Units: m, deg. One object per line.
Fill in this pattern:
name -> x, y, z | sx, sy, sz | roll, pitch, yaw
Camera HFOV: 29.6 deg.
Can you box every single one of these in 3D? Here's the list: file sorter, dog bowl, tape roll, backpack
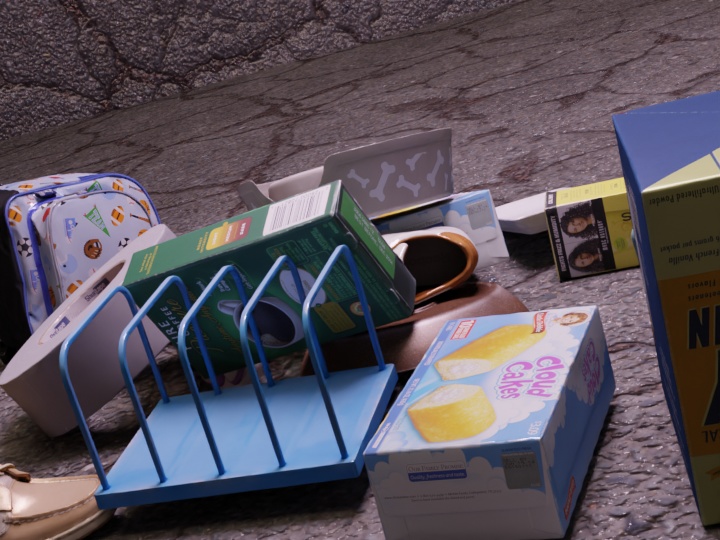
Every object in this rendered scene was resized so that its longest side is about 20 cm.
file sorter -> -0.093, 0.071, 0.970 | 0.197, 0.124, 0.139 | -9, 22, 18
dog bowl -> -0.008, -0.071, 1.195 | 0.197, 0.060, 0.200 | -16, 3, 1
tape roll -> -0.223, 0.051, 1.198 | 0.200, 0.066, 0.201 | -39, 14, 11
backpack -> -0.293, -0.019, 1.431 | 0.152, 0.203, 0.190 | 4, 18, 36

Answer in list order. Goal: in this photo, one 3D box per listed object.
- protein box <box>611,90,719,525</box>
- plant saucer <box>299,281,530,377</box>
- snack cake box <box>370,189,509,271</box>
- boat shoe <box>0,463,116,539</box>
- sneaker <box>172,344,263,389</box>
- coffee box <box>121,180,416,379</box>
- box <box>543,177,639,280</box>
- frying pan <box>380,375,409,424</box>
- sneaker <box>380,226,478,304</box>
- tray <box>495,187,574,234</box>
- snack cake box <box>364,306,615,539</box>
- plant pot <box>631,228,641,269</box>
protein box -> 0.242, 0.008, 0.826 | 0.133, 0.203, 0.199 | -12, 17, 9
plant saucer -> 0.041, 0.046, 1.121 | 0.197, 0.035, 0.200 | -14, 6, 1
snack cake box -> 0.053, -0.025, 1.267 | 0.113, 0.068, 0.200 | -19, 4, -9
boat shoe -> -0.276, 0.172, 0.984 | 0.197, 0.070, 0.074 | -12, 15, 3
sneaker -> -0.114, 0.050, 1.224 | 0.098, 0.076, 0.200 | -21, 18, -16
coffee box -> -0.071, 0.010, 1.049 | 0.198, 0.123, 0.044 | -19, 41, 27
box -> 0.267, -0.049, 1.216 | 0.197, 0.076, 0.050 | -10, 19, 12
frying pan -> -0.038, 0.113, 1.046 | 0.187, 0.031, 0.115 | -9, 16, 10
sneaker -> 0.000, 0.000, 1.118 | 0.197, 0.074, 0.085 | -14, 3, 0
tray -> 0.179, -0.058, 1.356 | 0.106, 0.023, 0.200 | -18, 6, -6
snack cake box -> 0.091, 0.096, 0.886 | 0.113, 0.068, 0.200 | -9, 18, 22
plant pot -> 0.310, -0.023, 0.997 | 0.198, 0.143, 0.141 | -15, 15, 26
